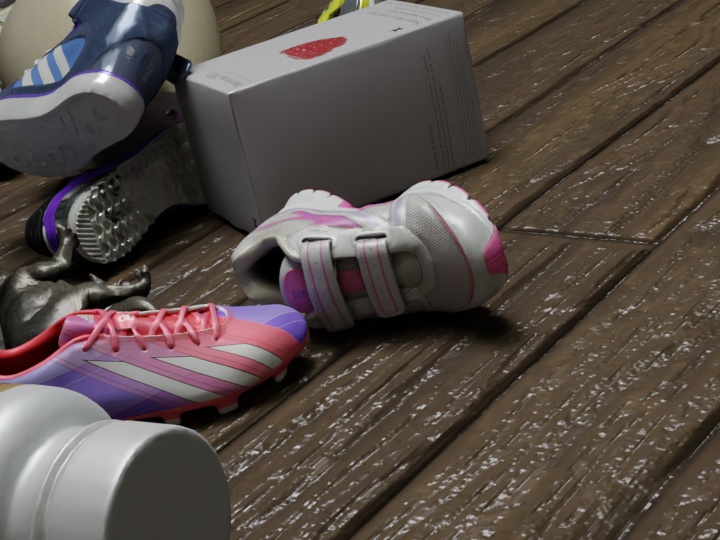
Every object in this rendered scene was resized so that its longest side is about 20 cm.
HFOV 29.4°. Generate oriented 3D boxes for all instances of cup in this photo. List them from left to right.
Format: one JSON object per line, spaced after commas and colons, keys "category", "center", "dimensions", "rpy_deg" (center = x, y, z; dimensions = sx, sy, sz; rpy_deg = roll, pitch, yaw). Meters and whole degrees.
{"category": "cup", "center": [-0.198, -0.150, 1.175], "dimensions": [0.199, 0.201, 0.143], "rpy_deg": [-18, 47, -12]}

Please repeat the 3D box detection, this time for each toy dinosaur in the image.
{"category": "toy dinosaur", "center": [-0.193, 0.031, 0.883], "dimensions": [0.199, 0.077, 0.102], "rpy_deg": [25, 57, 33]}

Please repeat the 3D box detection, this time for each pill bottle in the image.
{"category": "pill bottle", "center": [-0.163, 0.107, 0.608], "dimensions": [0.199, 0.115, 0.114], "rpy_deg": [1, 26, 29]}

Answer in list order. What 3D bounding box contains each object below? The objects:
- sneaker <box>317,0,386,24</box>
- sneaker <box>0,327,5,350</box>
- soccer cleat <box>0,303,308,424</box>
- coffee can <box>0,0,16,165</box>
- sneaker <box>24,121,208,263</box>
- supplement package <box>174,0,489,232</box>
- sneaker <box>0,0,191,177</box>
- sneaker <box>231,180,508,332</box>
{"category": "sneaker", "center": [-0.013, -0.175, 1.210], "dimensions": [0.084, 0.075, 0.200], "rpy_deg": [16, -21, -18]}
{"category": "sneaker", "center": [-0.253, 0.009, 0.806], "dimensions": [0.074, 0.201, 0.100], "rpy_deg": [-10, -21, -9]}
{"category": "soccer cleat", "center": [-0.127, 0.048, 0.775], "dimensions": [0.199, 0.077, 0.067], "rpy_deg": [-17, 23, -10]}
{"category": "coffee can", "center": [-0.368, -0.190, 1.377], "dimensions": [0.146, 0.147, 0.200], "rpy_deg": [-4, 24, 20]}
{"category": "sneaker", "center": [-0.188, -0.064, 1.086], "dimensions": [0.099, 0.070, 0.200], "rpy_deg": [-7, 19, 36]}
{"category": "supplement package", "center": [-0.022, -0.120, 1.056], "dimensions": [0.199, 0.120, 0.121], "rpy_deg": [-23, 24, -22]}
{"category": "sneaker", "center": [-0.211, -0.161, 1.068], "dimensions": [0.199, 0.080, 0.147], "rpy_deg": [-13, 49, 45]}
{"category": "sneaker", "center": [0.000, 0.000, 0.829], "dimensions": [0.199, 0.082, 0.088], "rpy_deg": [-2, 25, 45]}
